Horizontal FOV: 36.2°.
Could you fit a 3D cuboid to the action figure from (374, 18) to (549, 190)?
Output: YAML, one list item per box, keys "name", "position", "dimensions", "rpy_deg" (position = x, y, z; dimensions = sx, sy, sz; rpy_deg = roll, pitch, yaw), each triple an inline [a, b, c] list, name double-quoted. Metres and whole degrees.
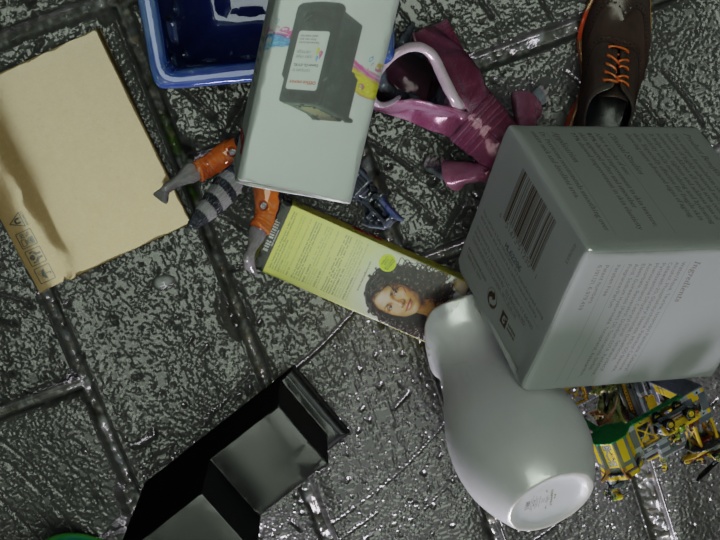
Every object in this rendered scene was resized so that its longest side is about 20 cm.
- name: "action figure"
  position: [0.107, -0.141, 0.990]
  dimensions: [0.200, 0.149, 0.134]
  rpy_deg: [40, 93, -5]

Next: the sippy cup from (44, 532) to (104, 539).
- name: "sippy cup"
  position: [-0.290, 0.352, 1.080]
  dimensions: [0.178, 0.140, 0.130]
  rpy_deg: [39, 108, 13]

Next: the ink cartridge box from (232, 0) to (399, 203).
- name: "ink cartridge box"
  position: [-0.030, -0.161, 0.791]
  dimensions: [0.083, 0.146, 0.200]
  rpy_deg: [11, 102, -10]

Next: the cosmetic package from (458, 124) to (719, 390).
- name: "cosmetic package"
  position: [0.222, -0.014, 0.962]
  dimensions: [0.200, 0.168, 0.167]
  rpy_deg: [-2, 133, -20]

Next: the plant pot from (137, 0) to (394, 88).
- name: "plant pot"
  position: [-0.086, -0.264, 0.930]
  dimensions: [0.200, 0.180, 0.200]
  rpy_deg: [-8, 102, -3]

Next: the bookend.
- name: "bookend"
  position: [-0.111, 0.207, 1.019]
  dimensions: [0.200, 0.199, 0.092]
  rpy_deg: [-39, 100, 4]

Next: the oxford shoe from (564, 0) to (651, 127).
- name: "oxford shoe"
  position: [0.239, -0.186, 1.024]
  dimensions: [0.071, 0.073, 0.200]
  rpy_deg: [6, 101, -5]

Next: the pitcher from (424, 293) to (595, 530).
- name: "pitcher"
  position: [0.130, 0.146, 1.007]
  dimensions: [0.121, 0.200, 0.172]
  rpy_deg: [-18, 137, -9]

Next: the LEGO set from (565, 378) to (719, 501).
- name: "LEGO set"
  position: [0.261, 0.166, 1.053]
  dimensions: [0.154, 0.200, 0.116]
  rpy_deg: [-28, 105, -19]

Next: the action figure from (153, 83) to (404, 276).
- name: "action figure"
  position: [-0.061, -0.091, 0.972]
  dimensions: [0.200, 0.105, 0.194]
  rpy_deg: [39, 90, 16]

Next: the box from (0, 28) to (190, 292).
- name: "box"
  position: [-0.273, -0.101, 1.032]
  dimensions: [0.163, 0.021, 0.200]
  rpy_deg: [-24, 102, 1]

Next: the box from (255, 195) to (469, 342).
- name: "box"
  position: [0.000, 0.000, 1.059]
  dimensions: [0.200, 0.050, 0.075]
  rpy_deg: [23, 99, -8]
